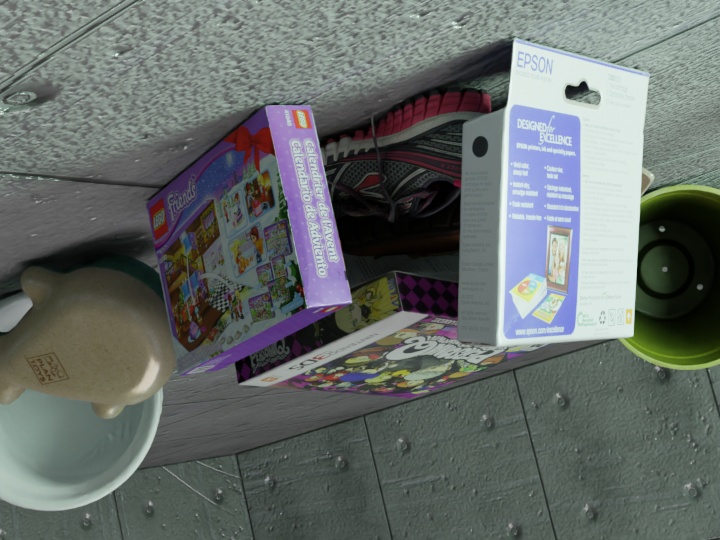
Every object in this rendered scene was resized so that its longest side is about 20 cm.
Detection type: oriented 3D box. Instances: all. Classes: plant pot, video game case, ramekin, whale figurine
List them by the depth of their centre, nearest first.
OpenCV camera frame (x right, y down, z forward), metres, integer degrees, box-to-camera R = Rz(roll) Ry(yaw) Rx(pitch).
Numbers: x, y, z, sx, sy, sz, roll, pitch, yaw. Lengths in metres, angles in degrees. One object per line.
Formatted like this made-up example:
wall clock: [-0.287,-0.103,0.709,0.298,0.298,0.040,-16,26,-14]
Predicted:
video game case: [0.033,0.055,1.001,0.180,0.036,0.199,-25,156,39]
whale figurine: [-0.247,0.055,1.134,0.198,0.160,0.104,-17,-153,21]
ramekin: [-0.280,0.118,1.219,0.198,0.203,0.098,-13,178,0]
plant pot: [0.364,0.002,1.504,0.198,0.202,0.193,-15,-178,6]

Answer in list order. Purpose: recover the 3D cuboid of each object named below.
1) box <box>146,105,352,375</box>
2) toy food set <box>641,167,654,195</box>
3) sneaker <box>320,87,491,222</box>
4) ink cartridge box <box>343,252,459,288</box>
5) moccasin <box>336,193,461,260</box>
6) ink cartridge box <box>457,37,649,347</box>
box: [-0.084,-0.015,0.911,0.039,0.138,0.200,-5,167,-34]
toy food set: [0.199,-0.022,1.291,0.200,0.061,0.144,-39,171,-5]
sneaker: [0.015,-0.066,0.947,0.080,0.075,0.199,-2,165,-46]
ink cartridge box: [0.000,0.000,1.100,0.198,0.041,0.200,-6,-164,-6]
moccasin: [0.044,-0.044,1.022,0.200,0.074,0.077,-9,160,43]
ink cartridge box: [0.140,-0.050,0.912,0.043,0.202,0.197,5,-177,39]
